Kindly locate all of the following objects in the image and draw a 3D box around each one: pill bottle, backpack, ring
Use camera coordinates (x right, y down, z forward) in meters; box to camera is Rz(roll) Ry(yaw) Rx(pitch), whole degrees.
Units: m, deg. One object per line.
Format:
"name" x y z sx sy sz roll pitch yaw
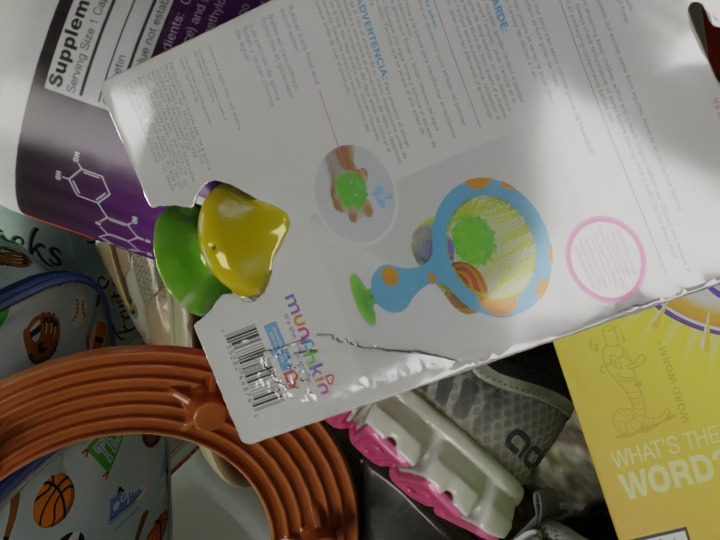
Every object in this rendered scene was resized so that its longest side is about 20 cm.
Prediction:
"pill bottle" -0.047 -0.056 0.804 0.199 0.113 0.113 19 143 6
"backpack" -0.167 0.079 0.987 0.153 0.200 0.191 18 133 27
"ring" -0.092 0.117 0.922 0.019 0.200 0.201 -124 14 -54

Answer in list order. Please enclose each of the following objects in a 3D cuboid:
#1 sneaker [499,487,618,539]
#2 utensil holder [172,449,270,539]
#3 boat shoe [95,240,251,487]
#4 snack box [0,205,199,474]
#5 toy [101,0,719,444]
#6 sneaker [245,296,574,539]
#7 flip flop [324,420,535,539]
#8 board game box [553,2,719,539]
"sneaker" 0.069 0.117 0.909 0.199 0.075 0.082 -19 97 19
"utensil holder" -0.132 0.188 1.138 0.170 0.200 0.170 31 145 25
"boat shoe" -0.066 -0.010 0.971 0.065 0.072 0.201 18 132 46
"snack box" -0.146 -0.013 1.074 0.142 0.053 0.201 19 138 35
"toy" 0.028 -0.034 0.696 0.199 0.047 0.116 -21 91 33
"sneaker" 0.000 0.000 0.887 0.200 0.087 0.074 43 169 6
"flip flop" 0.052 0.116 0.980 0.199 0.058 0.081 26 128 5
"board game box" 0.115 -0.008 0.689 0.153 0.040 0.201 -21 87 45
